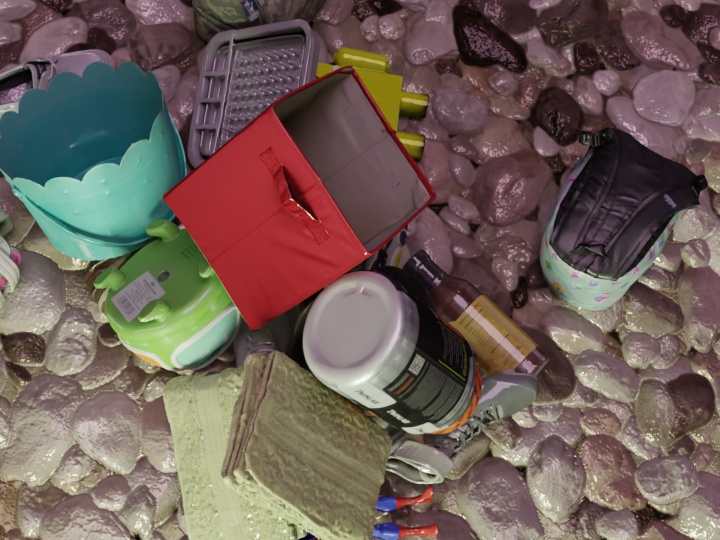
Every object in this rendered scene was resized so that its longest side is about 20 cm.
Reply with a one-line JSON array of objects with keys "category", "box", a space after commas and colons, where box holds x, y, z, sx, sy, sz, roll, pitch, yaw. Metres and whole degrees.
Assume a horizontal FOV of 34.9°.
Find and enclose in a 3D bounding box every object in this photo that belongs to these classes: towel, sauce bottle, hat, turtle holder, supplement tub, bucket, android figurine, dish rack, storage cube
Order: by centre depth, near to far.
[{"category": "towel", "box": [-0.051, 0.183, 1.141, 0.199, 0.036, 0.150, 36, 52, -31]}, {"category": "supplement tub", "box": [0.040, 0.091, 1.162, 0.121, 0.200, 0.124, -16, 58, 27]}, {"category": "storage cube", "box": [-0.062, -0.076, 1.180, 0.172, 0.179, 0.200, 55, 35, -4]}, {"category": "towel", "box": [-0.134, 0.202, 1.190, 0.146, 0.036, 0.204, -13, 85, 29]}, {"category": "hat", "box": [-0.017, 0.060, 1.245, 0.199, 0.203, 0.081, -31, 47, -19]}, {"category": "turtle holder", "box": [-0.187, 0.023, 1.254, 0.139, 0.133, 0.187, 7, 53, 31]}, {"category": "bucket", "box": [-0.296, -0.121, 1.292, 0.203, 0.136, 0.209, -8, 46, 8]}, {"category": "sauce bottle", "box": [0.130, 0.056, 1.338, 0.065, 0.065, 0.200, -40, 75, -21]}, {"category": "dish rack", "box": [-0.122, -0.202, 1.364, 0.043, 0.198, 0.175, 16, 81, -44]}, {"category": "android figurine", "box": [-0.013, -0.198, 1.448, 0.196, 0.041, 0.185, 11, 65, -4]}]

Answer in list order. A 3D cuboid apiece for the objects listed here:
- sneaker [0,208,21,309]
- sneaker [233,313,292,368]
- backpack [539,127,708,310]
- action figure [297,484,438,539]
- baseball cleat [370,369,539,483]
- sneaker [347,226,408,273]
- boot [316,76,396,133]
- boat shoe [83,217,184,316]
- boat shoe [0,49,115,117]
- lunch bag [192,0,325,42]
[{"category": "sneaker", "box": [-0.425, 0.006, 1.282, 0.087, 0.082, 0.203, -8, 68, -9]}, {"category": "sneaker", "box": [-0.107, 0.110, 1.272, 0.073, 0.087, 0.203, 0, 65, -5]}, {"category": "backpack", "box": [0.301, -0.053, 1.374, 0.165, 0.127, 0.201, 28, 66, 19]}, {"category": "action figure", "box": [-0.015, 0.258, 1.215, 0.196, 0.099, 0.066, -5, 65, -6]}, {"category": "baseball cleat", "box": [0.108, 0.178, 1.258, 0.197, 0.070, 0.108, -18, 46, 8]}, {"category": "sneaker", "box": [0.000, 0.000, 1.353, 0.079, 0.077, 0.203, 4, 68, 32]}, {"category": "boot", "box": [-0.078, -0.129, 1.382, 0.187, 0.068, 0.201, 36, 94, 13]}, {"category": "boat shoe", "box": [-0.236, -0.035, 1.329, 0.202, 0.075, 0.075, -40, 70, -21]}, {"category": "boat shoe", "box": [-0.394, -0.228, 1.396, 0.197, 0.069, 0.073, -22, 70, -16]}, {"category": "lunch bag", "box": [-0.119, -0.378, 1.443, 0.138, 0.168, 0.201, 30, 66, 7]}]
